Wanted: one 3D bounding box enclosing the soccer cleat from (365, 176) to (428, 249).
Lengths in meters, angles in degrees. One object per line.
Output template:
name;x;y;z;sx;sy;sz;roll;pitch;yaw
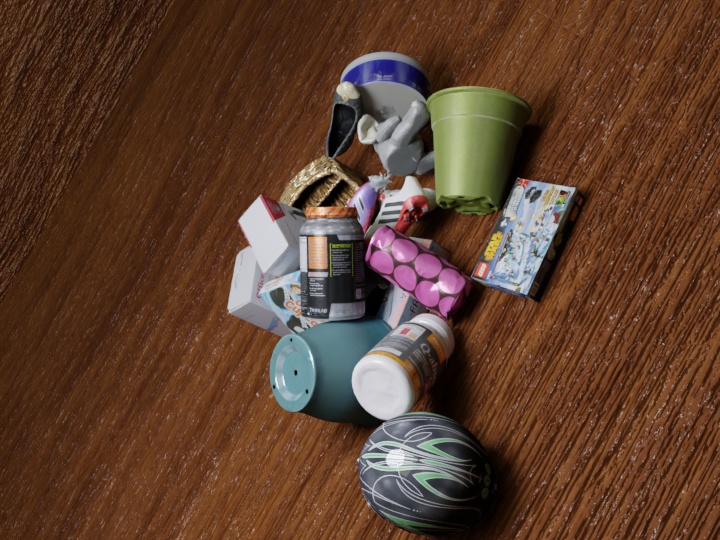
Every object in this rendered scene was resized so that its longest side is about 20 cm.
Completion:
soccer cleat;0.061;-0.098;1.630;0.200;0.068;0.086;-49;43;40

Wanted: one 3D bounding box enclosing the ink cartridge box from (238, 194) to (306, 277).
ink cartridge box;-0.132;-0.054;1.721;0.083;0.199;0.148;-45;56;22

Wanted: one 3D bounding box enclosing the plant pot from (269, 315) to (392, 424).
plant pot;-0.053;0.182;1.521;0.198;0.186;0.204;-4;84;47

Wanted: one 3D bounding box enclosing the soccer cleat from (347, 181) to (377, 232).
soccer cleat;-0.004;-0.089;1.781;0.076;0.066;0.202;41;114;32

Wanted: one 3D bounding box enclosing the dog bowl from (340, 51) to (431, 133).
dog bowl;0.053;-0.370;1.809;0.198;0.199;0.080;-22;52;38

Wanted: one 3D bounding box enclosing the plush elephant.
plush elephant;0.082;-0.266;1.736;0.199;0.164;0.156;-38;38;19

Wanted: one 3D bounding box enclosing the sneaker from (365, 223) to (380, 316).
sneaker;0.000;0.000;1.729;0.087;0.075;0.203;-14;56;49

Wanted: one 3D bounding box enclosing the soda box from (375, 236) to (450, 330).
soda box;0.095;0.040;1.600;0.068;0.063;0.203;10;73;50

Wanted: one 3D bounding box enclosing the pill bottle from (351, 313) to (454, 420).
pill bottle;0.078;0.157;1.428;0.115;0.118;0.200;-22;9;37

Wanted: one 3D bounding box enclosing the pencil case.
pencil case;0.100;0.006;1.522;0.199;0.091;0.094;36;129;15

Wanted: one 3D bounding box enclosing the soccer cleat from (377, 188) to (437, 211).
soccer cleat;0.098;-0.135;1.721;0.199;0.076;0.071;-175;75;-67

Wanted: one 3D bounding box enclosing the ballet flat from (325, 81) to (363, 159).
ballet flat;-0.035;-0.311;1.768;0.201;0.066;0.057;102;-167;-53

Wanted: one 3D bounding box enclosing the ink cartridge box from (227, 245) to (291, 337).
ink cartridge box;-0.169;0.049;1.773;0.087;0.198;0.147;-28;46;43

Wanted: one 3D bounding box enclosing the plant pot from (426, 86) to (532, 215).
plant pot;0.208;-0.211;1.560;0.198;0.198;0.193;-3;74;47

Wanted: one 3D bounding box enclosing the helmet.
helmet;0.098;0.313;1.307;0.198;0.190;0.203;-27;48;33

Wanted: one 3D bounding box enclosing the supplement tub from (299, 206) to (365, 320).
supplement tub;-0.051;-0.014;1.545;0.122;0.121;0.204;4;95;49

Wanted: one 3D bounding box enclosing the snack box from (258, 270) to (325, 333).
snack box;-0.098;0.093;1.674;0.115;0.201;0.037;-18;29;40

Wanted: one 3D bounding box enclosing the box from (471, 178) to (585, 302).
box;0.289;-0.056;1.464;0.136;0.040;0.202;20;81;51

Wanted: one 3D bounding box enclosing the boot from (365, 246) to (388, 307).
boot;-0.032;0.041;1.649;0.139;0.077;0.201;57;136;26

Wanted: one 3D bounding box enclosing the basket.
basket;-0.084;-0.135;1.853;0.200;0.142;0.150;-47;38;16
